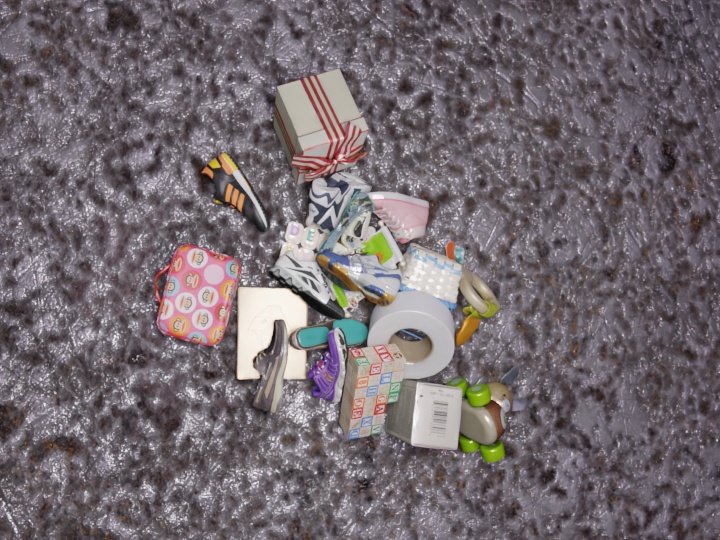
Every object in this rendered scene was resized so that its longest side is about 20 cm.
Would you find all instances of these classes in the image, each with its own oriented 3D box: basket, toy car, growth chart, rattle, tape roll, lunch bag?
[{"bbox_3d":[0.145,0.056,1.428,0.172,0.139,0.205,22,94,-11],"label":"basket"},{"bbox_3d":[0.320,0.317,1.442,0.196,0.157,0.169,-22,101,-27],"label":"toy car"},{"bbox_3d":[0.006,-0.009,1.403,0.199,0.018,0.146,-40,66,4],"label":"growth chart"},{"bbox_3d":[0.239,0.053,1.505,0.201,0.144,0.129,49,42,11],"label":"rattle"},{"bbox_3d":[0.113,0.147,1.379,0.198,0.205,0.072,23,36,-10],"label":"tape roll"},{"bbox_3d":[-0.361,0.052,1.329,0.172,0.082,0.206,17,80,-11],"label":"lunch bag"}]

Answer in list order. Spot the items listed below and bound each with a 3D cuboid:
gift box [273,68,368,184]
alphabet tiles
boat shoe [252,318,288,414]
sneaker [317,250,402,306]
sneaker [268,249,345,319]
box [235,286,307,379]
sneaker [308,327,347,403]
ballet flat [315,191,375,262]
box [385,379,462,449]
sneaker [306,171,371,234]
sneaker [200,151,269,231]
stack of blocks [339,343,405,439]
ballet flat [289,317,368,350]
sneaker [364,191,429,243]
[{"bbox_3d":[-0.095,-0.313,1.367,0.181,0.200,0.191,-22,79,-12],"label":"gift box"},{"bbox_3d":[-0.088,-0.039,1.442,0.195,0.015,0.201,17,80,-11],"label":"alphabet tiles"},{"bbox_3d":[-0.198,0.206,1.333,0.071,0.074,0.206,7,83,-13],"label":"boat shoe"},{"bbox_3d":[0.000,0.000,1.356,0.196,0.076,0.089,28,63,10],"label":"sneaker"},{"bbox_3d":[-0.103,0.027,1.372,0.198,0.074,0.089,37,67,1],"label":"sneaker"},{"bbox_3d":[-0.200,0.142,1.387,0.159,0.021,0.207,2,85,-13],"label":"box"},{"bbox_3d":[-0.072,0.214,1.342,0.081,0.081,0.204,6,124,-5],"label":"sneaker"},{"bbox_3d":[-0.031,-0.079,1.377,0.073,0.075,0.202,29,111,-8],"label":"ballet flat"},{"bbox_3d":[0.136,0.314,1.360,0.106,0.200,0.132,9,81,-12],"label":"box"},{"bbox_3d":[-0.057,-0.149,1.429,0.079,0.198,0.132,33,120,18],"label":"sneaker"},{"bbox_3d":[-0.283,-0.162,1.388,0.089,0.070,0.203,-32,91,0],"label":"sneaker"},{"bbox_3d":[0.024,0.267,1.352,0.112,0.059,0.205,-5,121,-24],"label":"stack of blocks"},{"bbox_3d":[-0.075,0.146,1.391,0.196,0.067,0.070,2,74,-34],"label":"ballet flat"},{"bbox_3d":[0.083,-0.122,1.443,0.196,0.074,0.108,8,86,-37],"label":"sneaker"}]
